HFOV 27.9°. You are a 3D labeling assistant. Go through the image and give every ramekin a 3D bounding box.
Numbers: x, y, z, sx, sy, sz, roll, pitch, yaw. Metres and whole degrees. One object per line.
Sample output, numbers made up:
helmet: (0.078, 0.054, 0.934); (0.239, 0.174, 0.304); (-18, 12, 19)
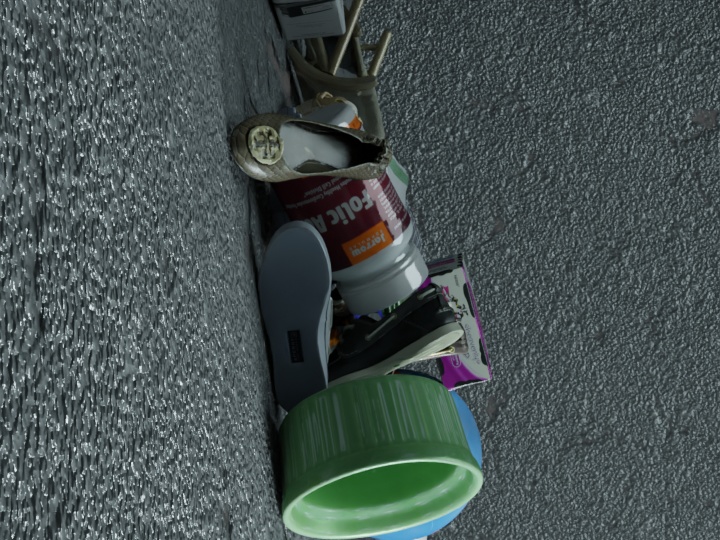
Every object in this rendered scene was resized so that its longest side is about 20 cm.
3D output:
ramekin: (0.013, 0.182, 1.424); (0.200, 0.199, 0.098); (76, 1, -62)

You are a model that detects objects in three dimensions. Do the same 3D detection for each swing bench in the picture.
swing bench: (-0.029, -0.289, 1.994); (0.199, 0.129, 0.201); (76, 14, -67)

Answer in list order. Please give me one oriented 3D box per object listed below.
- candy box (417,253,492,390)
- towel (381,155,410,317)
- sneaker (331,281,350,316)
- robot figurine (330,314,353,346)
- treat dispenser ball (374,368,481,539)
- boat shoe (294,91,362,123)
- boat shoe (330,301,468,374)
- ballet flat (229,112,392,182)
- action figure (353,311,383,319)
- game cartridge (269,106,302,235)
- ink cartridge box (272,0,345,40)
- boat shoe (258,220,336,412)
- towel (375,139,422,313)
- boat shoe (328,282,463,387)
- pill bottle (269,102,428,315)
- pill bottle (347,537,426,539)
candy box: (0.112, 0.058, 1.730); (0.200, 0.061, 0.137); (-63, 138, -84)
towel: (0.043, -0.033, 1.663); (0.149, 0.031, 0.201); (34, 49, -72)
sneaker: (-0.023, -0.049, 1.605); (0.076, 0.070, 0.201); (-22, 105, -83)
robot figurine: (-0.042, 0.050, 1.752); (0.200, 0.058, 0.146); (-45, 130, -84)
treat dispenser ball: (0.043, 0.217, 1.702); (0.201, 0.200, 0.202); (-6, 90, -86)
boat shoe: (-0.035, -0.181, 1.762); (0.074, 0.069, 0.200); (50, 0, -25)
boat shoe: (0.022, 0.096, 1.588); (0.060, 0.199, 0.072); (70, 15, 9)
ballet flat: (-0.040, -0.115, 1.378); (0.199, 0.046, 0.068); (4, 81, -46)
action figure: (0.000, 0.000, 1.669); (0.052, 0.065, 0.201); (-15, 92, -72)
game cartridge: (-0.075, -0.076, 1.646); (0.200, 0.041, 0.134); (-91, 178, -51)
ink cartridge box: (-0.072, -0.391, 1.786); (0.200, 0.084, 0.145); (72, 12, -76)
boat shoe: (-0.057, 0.038, 1.447); (0.086, 0.074, 0.203); (-85, 170, -68)
towel: (0.020, -0.065, 1.831); (0.166, 0.085, 0.201); (-70, 144, -70)
boat shoe: (0.008, 0.082, 1.525); (0.068, 0.199, 0.072); (64, 10, 12)
pill bottle: (-0.015, -0.062, 1.508); (0.201, 0.114, 0.114); (61, 11, -16)
pill bottle: (0.028, 0.328, 1.909); (0.200, 0.119, 0.120); (-90, 173, -59)
